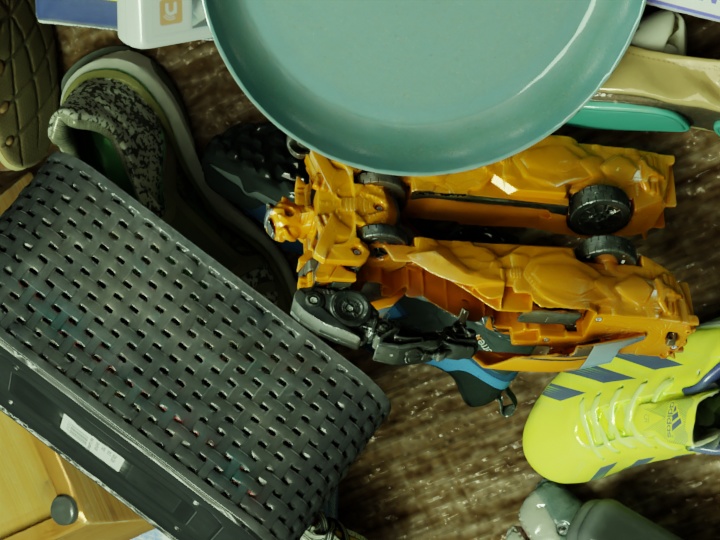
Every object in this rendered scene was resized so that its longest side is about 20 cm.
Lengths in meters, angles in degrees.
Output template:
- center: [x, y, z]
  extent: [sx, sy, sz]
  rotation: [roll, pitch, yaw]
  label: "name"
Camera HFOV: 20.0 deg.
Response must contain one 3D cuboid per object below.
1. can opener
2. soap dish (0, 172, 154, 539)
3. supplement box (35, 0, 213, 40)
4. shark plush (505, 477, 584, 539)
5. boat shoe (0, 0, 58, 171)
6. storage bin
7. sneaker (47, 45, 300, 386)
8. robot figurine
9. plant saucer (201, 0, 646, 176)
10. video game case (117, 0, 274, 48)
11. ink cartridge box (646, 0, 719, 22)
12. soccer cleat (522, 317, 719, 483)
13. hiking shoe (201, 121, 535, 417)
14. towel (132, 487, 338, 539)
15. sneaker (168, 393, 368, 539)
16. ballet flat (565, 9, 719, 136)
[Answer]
- center: [0.200, 0.164, 1.028]
  extent: [0.199, 0.053, 0.067]
  rotation: [25, 79, -2]
  label: "can opener"
- center: [-0.203, 0.070, 1.100]
  extent: [0.157, 0.081, 0.201]
  rotation: [-25, 87, 31]
  label: "soap dish"
- center: [-0.086, -0.221, 0.956]
  extent: [0.109, 0.109, 0.202]
  rotation: [8, 112, 17]
  label: "supplement box"
- center: [0.156, 0.195, 1.053]
  extent: [0.199, 0.091, 0.084]
  rotation: [33, 86, 12]
  label: "shark plush"
- center: [-0.212, -0.147, 1.054]
  extent: [0.067, 0.072, 0.202]
  rotation: [-12, 99, 28]
  label: "boat shoe"
- center: [-0.099, 0.052, 0.976]
  extent: [0.199, 0.094, 0.135]
  rotation: [36, 161, 0]
  label: "storage bin"
- center: [-0.105, -0.014, 1.051]
  extent: [0.077, 0.089, 0.201]
  rotation: [-30, 98, 26]
  label: "sneaker"
- center: [0.052, -0.011, 0.949]
  extent: [0.198, 0.146, 0.058]
  rotation: [4, 147, -9]
  label: "robot figurine"
- center: [0.028, -0.139, 0.883]
  extent: [0.198, 0.027, 0.202]
  rotation: [-2, 113, -6]
  label: "plant saucer"
- center: [-0.021, -0.202, 0.902]
  extent: [0.023, 0.199, 0.183]
  rotation: [25, 122, 46]
  label: "video game case"
- center: [0.128, -0.221, 0.893]
  extent: [0.197, 0.043, 0.201]
  rotation: [14, 112, -2]
  label: "ink cartridge box"
- center: [0.151, 0.064, 0.986]
  extent: [0.199, 0.084, 0.065]
  rotation: [-24, 103, 36]
  label: "soccer cleat"
- center: [0.000, 0.000, 1.028]
  extent: [0.199, 0.074, 0.087]
  rotation: [30, 122, 11]
  label: "hiking shoe"
- center: [-0.108, 0.160, 1.156]
  extent: [0.198, 0.024, 0.148]
  rotation: [8, 113, 17]
  label: "towel"
- center: [-0.038, 0.147, 1.084]
  extent: [0.082, 0.078, 0.201]
  rotation: [-31, 101, 5]
  label: "sneaker"
- center: [0.162, -0.090, 0.953]
  extent: [0.198, 0.069, 0.064]
  rotation: [11, 85, 13]
  label: "ballet flat"
